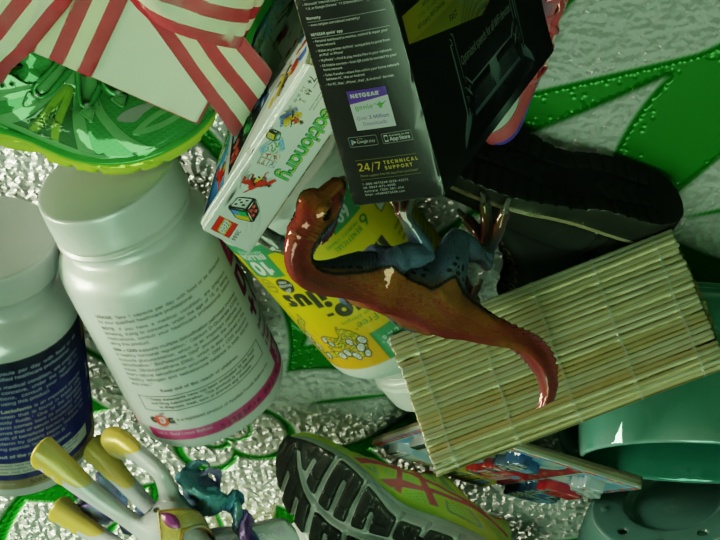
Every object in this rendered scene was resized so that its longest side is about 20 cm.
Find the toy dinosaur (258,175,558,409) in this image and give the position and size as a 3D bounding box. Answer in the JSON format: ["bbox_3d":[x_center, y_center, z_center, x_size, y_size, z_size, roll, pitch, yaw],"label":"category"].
[{"bbox_3d":[0.031,-0.001,0.926,0.200,0.181,0.105,44,117,14],"label":"toy dinosaur"}]

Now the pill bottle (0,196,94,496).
[{"bbox_3d":[-0.252,0.054,1.141,0.115,0.116,0.201,4,131,2],"label":"pill bottle"}]

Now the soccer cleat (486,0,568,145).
[{"bbox_3d":[0.098,-0.159,0.961,0.076,0.067,0.201,1,127,6],"label":"soccer cleat"}]

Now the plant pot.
[{"bbox_3d":[0.248,0.229,1.196,0.200,0.201,0.162,-11,116,14],"label":"plant pot"}]

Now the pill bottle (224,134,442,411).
[{"bbox_3d":[0.000,0.000,1.072,0.112,0.113,0.200,-24,124,24],"label":"pill bottle"}]

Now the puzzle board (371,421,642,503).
[{"bbox_3d":[0.098,0.141,1.168,0.150,0.017,0.200,17,167,-9],"label":"puzzle board"}]

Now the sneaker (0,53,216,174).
[{"bbox_3d":[-0.188,-0.115,1.020,0.199,0.074,0.084,8,134,0],"label":"sneaker"}]

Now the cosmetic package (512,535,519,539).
[{"bbox_3d":[0.050,0.279,1.240,0.081,0.199,0.113,34,126,37],"label":"cosmetic package"}]

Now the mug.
[{"bbox_3d":[0.210,0.075,1.100,0.184,0.115,0.152,-2,163,22],"label":"mug"}]

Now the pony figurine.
[{"bbox_3d":[-0.132,0.202,1.144,0.200,0.167,0.193,34,153,16],"label":"pony figurine"}]

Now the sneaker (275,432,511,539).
[{"bbox_3d":[0.027,0.180,1.226,0.200,0.090,0.078,31,120,12],"label":"sneaker"}]

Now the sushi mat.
[{"bbox_3d":[0.124,0.051,1.022,0.199,0.096,0.012,-21,163,-1],"label":"sushi mat"}]

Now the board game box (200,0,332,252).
[{"bbox_3d":[-0.034,-0.119,0.917,0.035,0.200,0.126,26,128,-14],"label":"board game box"}]

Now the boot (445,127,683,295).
[{"bbox_3d":[0.094,-0.021,1.074,0.199,0.078,0.139,19,134,-9],"label":"boot"}]

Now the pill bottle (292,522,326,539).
[{"bbox_3d":[-0.032,0.269,1.308,0.104,0.104,0.201,13,130,-5],"label":"pill bottle"}]

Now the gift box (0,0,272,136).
[{"bbox_3d":[-0.118,-0.192,0.874,0.184,0.187,0.200,19,128,-10],"label":"gift box"}]

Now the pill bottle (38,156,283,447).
[{"bbox_3d":[-0.135,0.013,1.097,0.113,0.114,0.200,-10,129,14],"label":"pill bottle"}]

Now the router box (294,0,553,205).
[{"bbox_3d":[0.033,-0.146,0.825,0.052,0.200,0.158,-5,115,26],"label":"router box"}]
